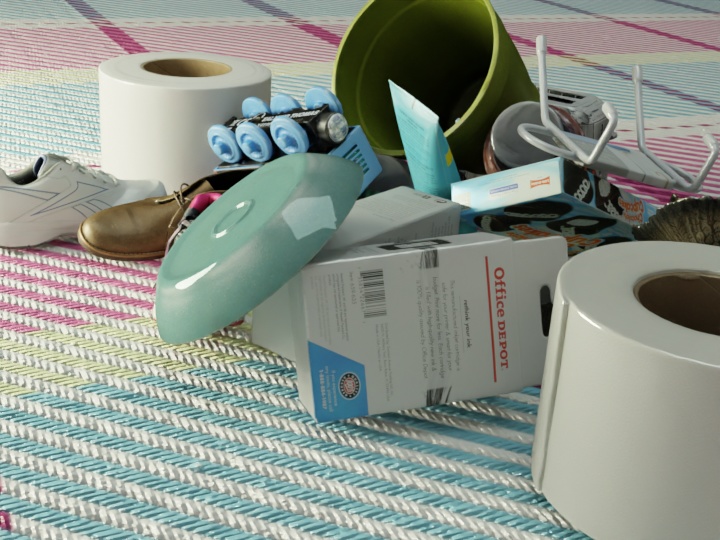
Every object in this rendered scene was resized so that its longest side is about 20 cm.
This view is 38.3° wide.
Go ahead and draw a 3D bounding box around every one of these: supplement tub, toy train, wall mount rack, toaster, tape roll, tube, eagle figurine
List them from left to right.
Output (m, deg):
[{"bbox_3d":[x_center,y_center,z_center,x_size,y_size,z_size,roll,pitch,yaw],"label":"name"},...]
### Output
[{"bbox_3d":[-0.207,-0.173,1.233,0.202,0.139,0.203,4,23,-2],"label":"tape roll"},{"bbox_3d":[-0.076,-0.121,1.087,0.200,0.114,0.087,1,38,46],"label":"toy train"},{"bbox_3d":[0.071,-0.089,0.992,0.050,0.200,0.077,-39,49,-14],"label":"tube"},{"bbox_3d":[0.213,-0.155,1.273,0.200,0.129,0.114,17,25,29],"label":"toaster"},{"bbox_3d":[0.187,-0.106,1.076,0.107,0.107,0.200,13,-8,20],"label":"supplement tub"},{"bbox_3d":[0.235,-0.142,0.963,0.200,0.075,0.174,12,27,-23],"label":"wall mount rack"},{"bbox_3d":[0.219,0.081,0.673,0.202,0.139,0.203,3,23,-1],"label":"tape roll"},{"bbox_3d":[0.307,-0.008,0.903,0.152,0.151,0.200,15,15,-1],"label":"eagle figurine"}]

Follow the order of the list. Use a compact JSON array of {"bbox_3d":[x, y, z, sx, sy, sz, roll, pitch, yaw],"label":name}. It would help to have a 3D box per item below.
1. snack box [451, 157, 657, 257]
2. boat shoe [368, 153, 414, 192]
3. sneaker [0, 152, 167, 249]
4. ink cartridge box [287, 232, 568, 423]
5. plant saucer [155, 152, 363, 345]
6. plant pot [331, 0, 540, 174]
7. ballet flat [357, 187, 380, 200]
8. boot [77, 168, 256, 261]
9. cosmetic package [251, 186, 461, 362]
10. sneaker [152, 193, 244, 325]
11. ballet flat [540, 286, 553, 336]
[{"bbox_3d":[0.190,-0.055,0.991,0.116,0.037,0.200,-11,-18,39],"label":"snack box"},{"bbox_3d":[0.040,-0.100,1.202,0.086,0.075,0.202,3,13,-30],"label":"boat shoe"},{"bbox_3d":[-0.289,-0.076,1.054,0.200,0.087,0.074,-11,25,-35],"label":"sneaker"},{"bbox_3d":[0.052,0.036,0.770,0.200,0.116,0.067,-7,8,-13],"label":"ink cartridge box"},{"bbox_3d":[-0.087,-0.028,0.785,0.200,0.036,0.200,-34,22,16],"label":"plant saucer"},{"bbox_3d":[0.105,-0.194,1.141,0.200,0.201,0.193,22,1,37],"label":"plant pot"},{"bbox_3d":[0.001,-0.053,1.095,0.070,0.067,0.200,-30,32,-13],"label":"ballet flat"},{"bbox_3d":[-0.183,-0.063,1.034,0.200,0.075,0.074,-13,58,-32],"label":"boot"},{"bbox_3d":[0.000,0.000,0.901,0.071,0.102,0.200,20,27,35],"label":"cosmetic package"},{"bbox_3d":[-0.144,-0.006,0.926,0.081,0.075,0.200,0,24,-9],"label":"sneaker"},{"bbox_3d":[0.134,0.042,0.881,0.200,0.067,0.046,-16,13,-31],"label":"ballet flat"}]
